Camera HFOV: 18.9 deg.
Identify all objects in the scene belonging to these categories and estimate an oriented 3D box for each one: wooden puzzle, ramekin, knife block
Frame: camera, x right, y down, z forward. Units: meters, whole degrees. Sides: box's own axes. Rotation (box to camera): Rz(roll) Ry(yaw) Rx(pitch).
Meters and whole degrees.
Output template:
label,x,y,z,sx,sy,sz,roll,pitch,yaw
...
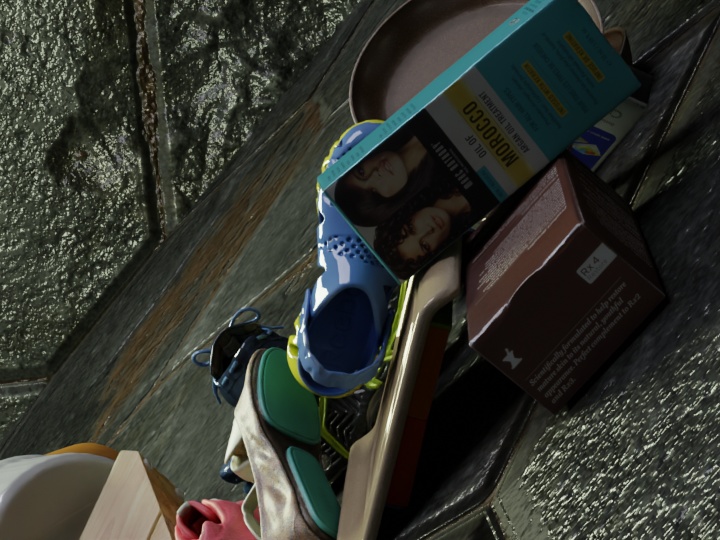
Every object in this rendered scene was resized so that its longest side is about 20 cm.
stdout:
label,x,y,z,sx,sy,sz,roll,pitch,yaw
wooden puzzle,0.033,0.072,1.430,0.185,0.037,0.201,-82,9,-70
ramekin,-0.233,0.238,1.697,0.098,0.200,0.201,-21,30,55
knife block,-0.195,0.255,1.618,0.175,0.064,0.200,-34,42,5

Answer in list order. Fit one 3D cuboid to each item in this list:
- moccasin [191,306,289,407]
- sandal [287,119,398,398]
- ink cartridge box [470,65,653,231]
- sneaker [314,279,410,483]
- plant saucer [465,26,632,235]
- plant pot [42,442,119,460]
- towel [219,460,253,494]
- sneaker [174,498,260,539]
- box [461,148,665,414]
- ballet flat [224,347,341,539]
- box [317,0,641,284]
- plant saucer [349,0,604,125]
label,x,y,z,sx,sy,sz,roll,pitch,yaw
moccasin,-0.084,0.066,1.713,0.081,0.068,0.200,-53,11,-14
sandal,0.000,0.000,1.446,0.087,0.079,0.201,-96,14,-76
ink cartridge box,0.115,-0.088,1.491,0.200,0.094,0.037,126,165,-52
sneaker,0.000,0.091,1.589,0.200,0.075,0.076,-52,-22,16
plant saucer,0.146,-0.097,1.647,0.201,0.037,0.201,-50,10,12
plant pot,-0.273,0.244,1.900,0.200,0.200,0.183,-44,-3,34
towel,-0.030,0.091,1.722,0.200,0.048,0.112,-56,11,-30
sneaker,-0.093,0.188,1.555,0.074,0.087,0.200,-50,10,-2
box,0.120,0.000,1.329,0.100,0.075,0.200,-48,9,14
ballet flat,-0.061,0.135,1.501,0.067,0.068,0.200,-44,33,21
box,0.074,-0.088,1.378,0.200,0.082,0.049,-40,12,3
plant saucer,0.089,-0.146,1.618,0.199,0.032,0.201,-14,47,15
